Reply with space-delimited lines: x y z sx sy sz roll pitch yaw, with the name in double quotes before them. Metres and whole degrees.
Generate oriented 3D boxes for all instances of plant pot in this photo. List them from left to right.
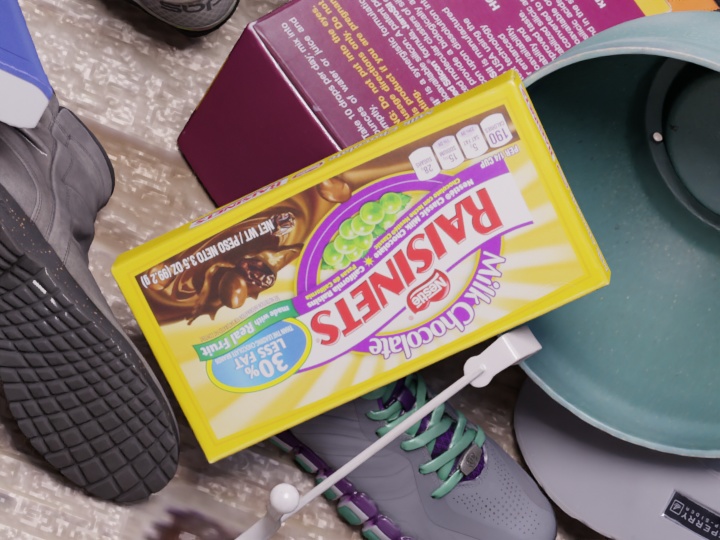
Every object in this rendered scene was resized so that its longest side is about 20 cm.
"plant pot" 0.161 -0.036 1.282 0.200 0.200 0.134 43 39 0

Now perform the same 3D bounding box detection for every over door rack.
"over door rack" 0.031 0.139 1.238 0.199 0.067 0.148 -36 84 9

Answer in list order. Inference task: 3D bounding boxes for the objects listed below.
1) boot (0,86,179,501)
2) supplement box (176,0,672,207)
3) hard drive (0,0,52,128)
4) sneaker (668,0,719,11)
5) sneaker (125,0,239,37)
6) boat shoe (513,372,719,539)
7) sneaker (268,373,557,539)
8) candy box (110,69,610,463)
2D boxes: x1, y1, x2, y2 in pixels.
"boot" -0.132 -0.004 1.278 0.201 0.069 0.132 60 23 -24
"supplement box" 0.030 -0.093 1.348 0.199 0.131 0.103 -33 82 -30
"hard drive" -0.211 -0.134 1.243 0.131 0.025 0.200 24 17 -24
"sneaker" 0.179 -0.155 1.452 0.200 0.090 0.070 40 61 -1
"sneaker" -0.123 -0.182 1.364 0.074 0.088 0.200 -39 63 -12
"boat shoe" 0.159 0.107 1.328 0.199 0.070 0.071 30 95 34
"sneaker" 0.013 0.072 1.297 0.199 0.088 0.075 33 61 -5
"candy box" 0.000 0.000 1.237 0.199 0.026 0.103 -25 104 10
